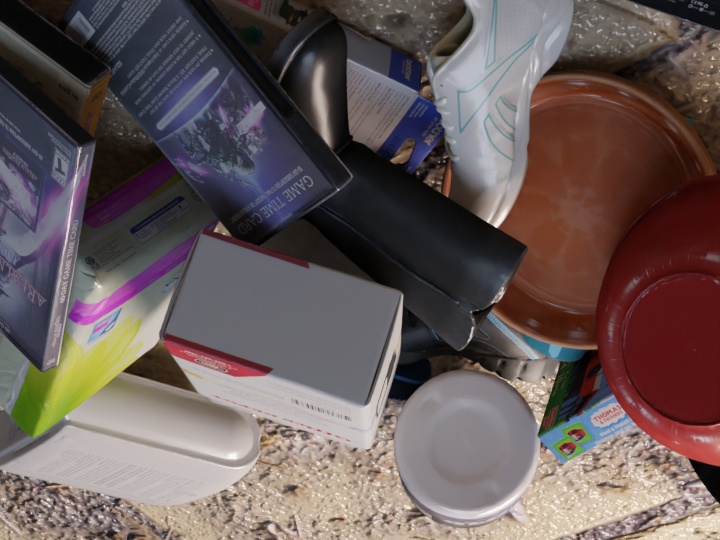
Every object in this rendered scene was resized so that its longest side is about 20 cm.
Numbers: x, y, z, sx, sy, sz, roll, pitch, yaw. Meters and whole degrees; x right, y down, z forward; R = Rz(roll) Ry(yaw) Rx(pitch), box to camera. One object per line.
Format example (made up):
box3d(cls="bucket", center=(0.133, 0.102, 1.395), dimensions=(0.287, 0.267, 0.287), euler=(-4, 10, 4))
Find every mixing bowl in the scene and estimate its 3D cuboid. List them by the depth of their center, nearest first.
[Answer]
box3d(cls="mixing bowl", center=(0.228, 0.043, 0.972), dimensions=(0.199, 0.108, 0.202), euler=(5, 101, 30))

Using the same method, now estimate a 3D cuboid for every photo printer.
box3d(cls="photo printer", center=(-0.196, 0.147, 1.316), dimensions=(0.199, 0.070, 0.166), euler=(19, 151, -30))

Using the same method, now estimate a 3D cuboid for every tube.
box3d(cls="tube", center=(0.173, -0.030, 1.116), dimensions=(0.077, 0.050, 0.201), euler=(10, 117, -13))

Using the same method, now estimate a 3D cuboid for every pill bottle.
box3d(cls="pill bottle", center=(0.085, 0.151, 1.239), dimensions=(0.113, 0.115, 0.200), euler=(2, 168, 4))

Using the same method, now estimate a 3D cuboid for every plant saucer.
box3d(cls="plant saucer", center=(0.155, -0.043, 1.074), dimensions=(0.199, 0.032, 0.202), euler=(8, 111, 20))

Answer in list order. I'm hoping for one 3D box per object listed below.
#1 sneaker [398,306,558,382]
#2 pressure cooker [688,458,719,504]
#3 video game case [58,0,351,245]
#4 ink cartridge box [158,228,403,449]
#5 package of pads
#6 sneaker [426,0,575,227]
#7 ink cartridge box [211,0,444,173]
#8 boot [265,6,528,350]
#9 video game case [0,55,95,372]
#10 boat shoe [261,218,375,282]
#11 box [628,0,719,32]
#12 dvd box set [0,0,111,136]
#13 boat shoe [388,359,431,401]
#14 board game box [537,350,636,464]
box3d(cls="sneaker", center=(0.066, 0.029, 1.204), dimensions=(0.198, 0.073, 0.082), euler=(6, 122, -10))
box3d(cls="pressure cooker", center=(0.345, 0.122, 1.164), dimensions=(0.179, 0.176, 0.200), euler=(46, 125, 15))
box3d(cls="video game case", center=(-0.104, -0.111, 0.979), dimensions=(0.200, 0.019, 0.143), euler=(50, 149, -7))
box3d(cls="ink cartridge box", center=(-0.050, 0.054, 1.072), dimensions=(0.145, 0.083, 0.200), euler=(17, 167, 5))
box3d(cls="package of pads", center=(-0.192, 0.016, 1.147), dimensions=(0.068, 0.154, 0.200), euler=(41, 134, 9))
box3d(cls="sneaker", center=(0.076, -0.112, 1.007), dimensions=(0.080, 0.071, 0.201), euler=(5, 117, -16))
box3d(cls="ink cartridge box", center=(-0.044, -0.123, 1.060), dimensions=(0.199, 0.042, 0.119), euler=(25, 134, -15))
box3d(cls="boot", center=(0.021, -0.057, 0.986), dimensions=(0.200, 0.066, 0.165), euler=(40, 147, 10))
box3d(cls="video game case", center=(-0.242, -0.046, 1.033), dimensions=(0.143, 0.019, 0.201), euler=(40, 132, 25))
box3d(cls="boat shoe", center=(0.001, -0.002, 1.137), dimensions=(0.201, 0.072, 0.060), euler=(-2, 139, 39))
box3d(cls="box", center=(0.223, -0.224, 0.918), dimensions=(0.199, 0.044, 0.161), euler=(16, 136, -10))
box3d(cls="dvd box set", center=(-0.255, -0.104, 1.066), dimensions=(0.146, 0.029, 0.201), euler=(36, 136, 10))
box3d(cls="boat shoe", center=(-0.042, 0.066, 1.243), dimensions=(0.199, 0.084, 0.069), euler=(21, 118, 4))
box3d(cls="board game box", center=(0.229, 0.046, 1.131), dimensions=(0.200, 0.152, 0.037), euler=(-34, 107, 35))
